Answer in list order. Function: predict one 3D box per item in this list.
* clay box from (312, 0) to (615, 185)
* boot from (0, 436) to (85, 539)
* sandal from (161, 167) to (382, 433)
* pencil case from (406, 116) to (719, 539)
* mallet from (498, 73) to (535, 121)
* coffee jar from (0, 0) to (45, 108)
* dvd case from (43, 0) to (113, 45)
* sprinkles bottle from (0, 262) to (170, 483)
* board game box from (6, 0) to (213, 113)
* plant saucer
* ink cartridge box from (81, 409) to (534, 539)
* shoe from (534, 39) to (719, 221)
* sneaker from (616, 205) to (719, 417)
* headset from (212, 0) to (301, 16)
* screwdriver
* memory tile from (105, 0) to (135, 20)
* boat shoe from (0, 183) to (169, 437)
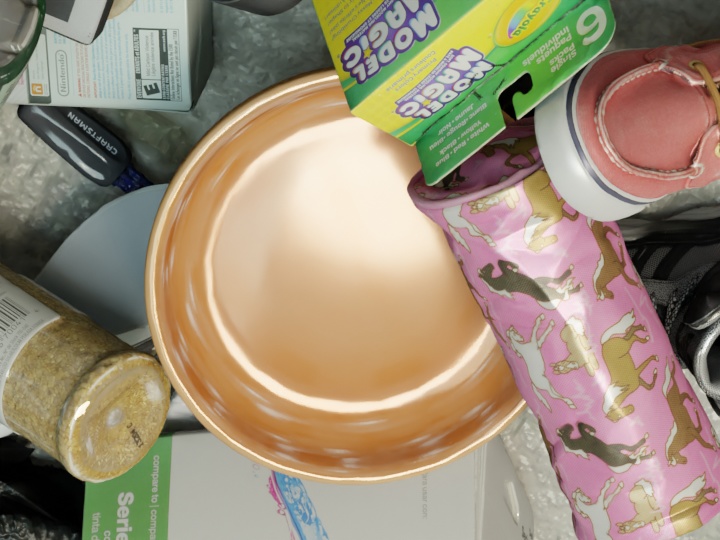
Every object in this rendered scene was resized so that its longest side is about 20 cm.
[{"bbox_3d":[0.030,-0.146,1.160,0.115,0.201,0.048,-39,138,25],"label":"clay box"},{"bbox_3d":[-0.185,0.191,1.431,0.200,0.076,0.168,42,120,-5],"label":"boot"},{"bbox_3d":[-0.029,0.014,1.315,0.079,0.059,0.207,19,124,-23],"label":"sandal"},{"bbox_3d":[0.095,0.028,1.185,0.086,0.083,0.201,-10,116,40],"label":"pencil case"},{"bbox_3d":[0.024,-0.059,1.296,0.199,0.066,0.041,-18,114,34],"label":"mallet"},{"bbox_3d":[-0.217,-0.072,1.213,0.104,0.086,0.200,24,141,-10],"label":"coffee jar"},{"bbox_3d":[-0.185,-0.203,1.177,0.199,0.025,0.151,23,117,0],"label":"dvd case"},{"bbox_3d":[-0.181,0.030,1.300,0.200,0.068,0.069,30,125,34],"label":"sprinkles bottle"},{"bbox_3d":[-0.173,-0.155,1.263,0.199,0.064,0.148,3,116,7],"label":"board game box"},{"bbox_3d":[0.000,0.000,1.232,0.199,0.037,0.201,-2,109,-6],"label":"plant saucer"},{"bbox_3d":[-0.022,0.139,1.336,0.199,0.084,0.145,-5,154,12],"label":"ink cartridge box"},{"bbox_3d":[0.156,-0.075,1.163,0.091,0.200,0.072,-20,88,33],"label":"shoe"},{"bbox_3d":[0.144,0.025,1.267,0.199,0.114,0.076,-15,113,17],"label":"sneaker"},{"bbox_3d":[-0.029,-0.202,1.137,0.094,0.124,0.200,14,130,-32],"label":"headset"},{"bbox_3d":[-0.090,-0.023,1.335,0.200,0.029,0.028,41,116,-10],"label":"screwdriver"},{"bbox_3d":[-0.178,-0.204,1.197,0.199,0.017,0.154,18,117,2],"label":"memory tile"},{"bbox_3d":[-0.122,0.025,1.342,0.200,0.066,0.070,-41,63,28],"label":"boat shoe"}]
